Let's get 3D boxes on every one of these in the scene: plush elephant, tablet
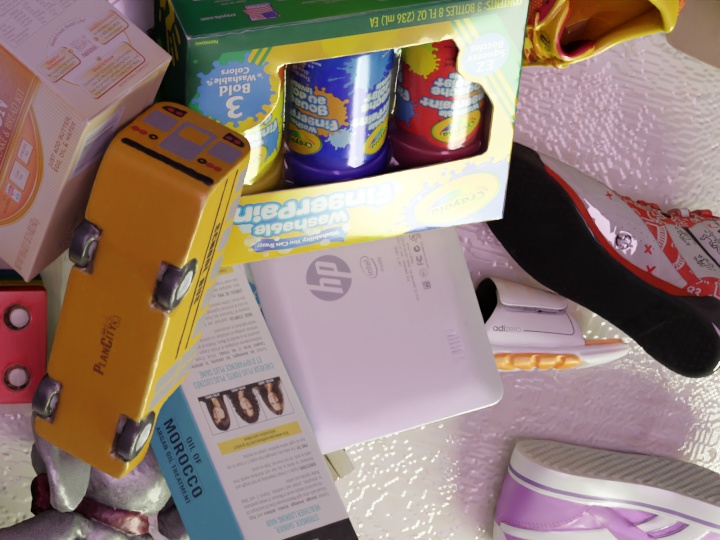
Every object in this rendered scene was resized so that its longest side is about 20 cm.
[{"bbox_3d":[-0.167,0.149,1.380,0.165,0.199,0.156,34,59,-42],"label":"plush elephant"},{"bbox_3d":[0.000,0.000,1.397,0.130,0.014,0.201,-15,83,-11],"label":"tablet"}]

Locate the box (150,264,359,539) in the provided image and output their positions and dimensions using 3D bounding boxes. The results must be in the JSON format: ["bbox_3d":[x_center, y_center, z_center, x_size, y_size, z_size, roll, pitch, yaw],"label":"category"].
[{"bbox_3d":[-0.077,0.094,1.356,0.082,0.049,0.201,-12,74,-43],"label":"box"}]

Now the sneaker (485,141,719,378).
[{"bbox_3d":[0.169,-0.020,1.464,0.201,0.108,0.067,39,126,13],"label":"sneaker"}]

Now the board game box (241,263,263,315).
[{"bbox_3d":[-0.050,0.018,1.440,0.095,0.030,0.200,33,92,-19],"label":"board game box"}]

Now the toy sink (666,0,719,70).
[{"bbox_3d":[0.239,-0.218,1.375,0.112,0.130,0.201,14,103,-47],"label":"toy sink"}]

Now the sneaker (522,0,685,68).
[{"bbox_3d":[0.100,-0.152,1.360,0.199,0.077,0.073,-16,126,38],"label":"sneaker"}]

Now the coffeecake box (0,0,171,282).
[{"bbox_3d":[-0.215,-0.117,1.256,0.200,0.154,0.073,41,52,8],"label":"coffeecake box"}]

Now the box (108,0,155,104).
[{"bbox_3d":[-0.062,-0.165,1.371,0.200,0.060,0.117,-35,110,-3],"label":"box"}]

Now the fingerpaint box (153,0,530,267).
[{"bbox_3d":[-0.013,-0.096,1.311,0.199,0.073,0.167,-9,133,-16],"label":"fingerpaint box"}]

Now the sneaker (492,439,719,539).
[{"bbox_3d":[0.182,0.183,1.520,0.199,0.073,0.115,12,105,-6],"label":"sneaker"}]

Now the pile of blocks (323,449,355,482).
[{"bbox_3d":[-0.052,0.175,1.443,0.082,0.062,0.201,-1,113,-18],"label":"pile of blocks"}]

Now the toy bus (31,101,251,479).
[{"bbox_3d":[-0.121,0.014,1.260,0.065,0.078,0.201,25,125,11],"label":"toy bus"}]

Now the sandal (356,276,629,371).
[{"bbox_3d":[0.073,0.033,1.444,0.206,0.079,0.060,0,84,-19],"label":"sandal"}]

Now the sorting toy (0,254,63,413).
[{"bbox_3d":[-0.272,-0.006,1.356,0.198,0.070,0.201,0,104,-13],"label":"sorting toy"}]
